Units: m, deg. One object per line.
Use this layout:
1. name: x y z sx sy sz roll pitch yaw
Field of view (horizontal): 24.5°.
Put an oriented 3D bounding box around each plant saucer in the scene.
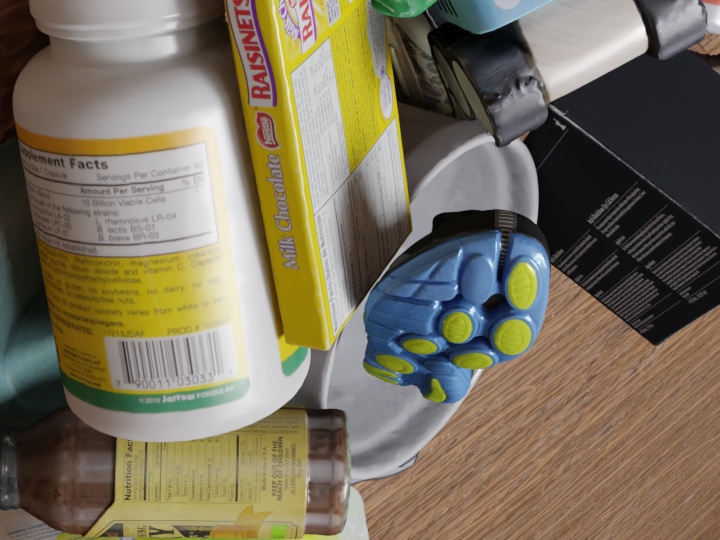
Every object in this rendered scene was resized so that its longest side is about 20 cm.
1. plant saucer: -0.140 0.015 0.799 0.201 0.039 0.201 -37 148 -27

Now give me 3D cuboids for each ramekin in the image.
1. ramekin: 0.000 0.000 0.889 0.200 0.105 0.200 -42 146 -36

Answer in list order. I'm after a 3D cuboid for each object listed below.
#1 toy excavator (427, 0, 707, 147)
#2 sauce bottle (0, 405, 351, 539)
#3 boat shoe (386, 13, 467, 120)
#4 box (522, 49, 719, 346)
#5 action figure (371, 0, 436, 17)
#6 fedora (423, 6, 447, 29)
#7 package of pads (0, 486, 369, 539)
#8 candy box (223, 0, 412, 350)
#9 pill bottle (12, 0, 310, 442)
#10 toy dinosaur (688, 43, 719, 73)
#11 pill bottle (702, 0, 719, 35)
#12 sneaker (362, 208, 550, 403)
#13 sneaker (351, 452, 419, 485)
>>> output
1. toy excavator: 0.055 -0.158 0.660 0.100 0.200 0.194 -28 -166 0
2. sauce bottle: -0.105 0.093 0.777 0.200 0.065 0.065 2 135 -4
3. boat shoe: 0.049 -0.107 0.944 0.200 0.063 0.073 77 32 -59
4. box: 0.158 -0.045 0.926 0.079 0.141 0.200 -54 178 -14
5. action figure: -0.016 -0.166 0.582 0.200 0.055 0.118 59 34 -44
6. fedora: 0.104 -0.189 0.820 0.200 0.091 0.201 -12 106 -52
7. package of pads: -0.095 0.147 0.921 0.154 0.068 0.200 -16 155 12
8. candy box: -0.016 -0.078 0.678 0.102 0.026 0.200 -50 140 -50
9. pill bottle: -0.085 -0.040 0.700 0.113 0.113 0.200 -27 121 -40
10. toy dinosaur: 0.193 -0.124 1.051 0.086 0.136 0.200 -17 168 -1
11. pill bottle: 0.201 -0.237 0.934 0.111 0.111 0.200 -4 109 -56
12. sneaker: 0.041 0.005 0.741 0.200 0.071 0.083 114 -6 -76
13. sneaker: 0.029 0.072 1.065 0.200 0.078 0.140 -31 148 -19
